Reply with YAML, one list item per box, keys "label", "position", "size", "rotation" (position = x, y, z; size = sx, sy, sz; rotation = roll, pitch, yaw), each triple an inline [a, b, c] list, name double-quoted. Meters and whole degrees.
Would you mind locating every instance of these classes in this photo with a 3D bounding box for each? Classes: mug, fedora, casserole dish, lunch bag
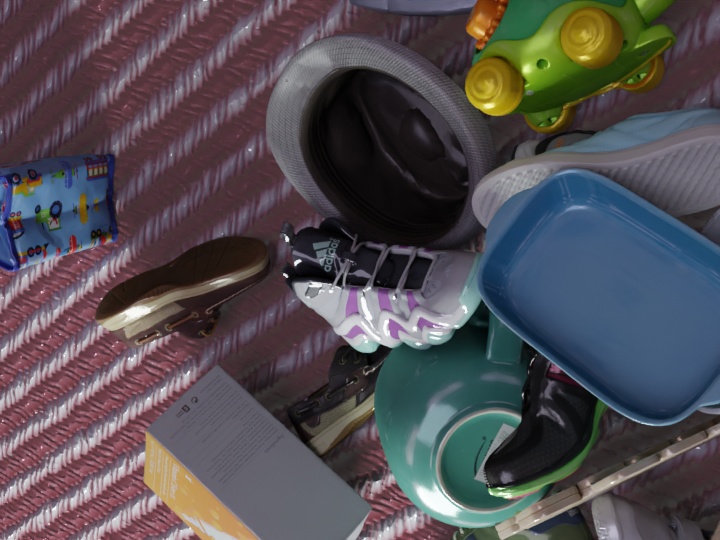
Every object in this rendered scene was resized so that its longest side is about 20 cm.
- label: "mug"
  position: [0.085, 0.111, 0.817]
  size: [0.150, 0.115, 0.187]
  rotation: [-22, 109, 0]
- label: "fedora"
  position: [0.030, -0.110, 0.839]
  size: [0.199, 0.090, 0.178]
  rotation: [34, 129, 8]
- label: "casserole dish"
  position: [0.167, 0.018, 0.673]
  size: [0.199, 0.039, 0.122]
  rotation: [39, 89, 32]
- label: "lunch bag"
  position: [-0.369, -0.071, 1.035]
  size: [0.197, 0.150, 0.096]
  rotation: [8, 106, 26]

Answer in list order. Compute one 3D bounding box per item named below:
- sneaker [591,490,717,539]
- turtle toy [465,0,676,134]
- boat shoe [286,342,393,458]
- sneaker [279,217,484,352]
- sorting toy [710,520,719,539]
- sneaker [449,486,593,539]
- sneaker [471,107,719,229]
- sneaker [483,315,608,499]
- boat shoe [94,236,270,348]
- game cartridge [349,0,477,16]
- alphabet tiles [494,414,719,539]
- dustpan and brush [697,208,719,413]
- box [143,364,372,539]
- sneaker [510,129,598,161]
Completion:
- label: "sneaker"
  position: [0.270, 0.213, 0.784]
  size: [0.115, 0.075, 0.200]
  rotation: [-39, 112, 22]
- label: "turtle toy"
  position: [0.160, -0.179, 0.741]
  size: [0.198, 0.145, 0.102]
  rotation: [-24, 77, 28]
- label: "boat shoe"
  position: [-0.001, 0.096, 0.925]
  size: [0.065, 0.073, 0.200]
  rotation: [45, 119, 5]
- label: "sneaker"
  position: [0.000, 0.000, 0.804]
  size: [0.139, 0.078, 0.199]
  rotation: [36, 150, -20]
- label: "sorting toy"
  position: [0.364, 0.183, 0.727]
  size: [0.198, 0.036, 0.187]
  rotation: [27, 88, 7]
- label: "sneaker"
  position: [0.114, 0.242, 0.910]
  size: [0.198, 0.067, 0.091]
  rotation: [-19, 82, 32]
- label: "sneaker"
  position: [0.181, -0.070, 0.751]
  size: [0.197, 0.082, 0.075]
  rotation: [-7, 118, 19]
- label: "sneaker"
  position: [0.141, 0.074, 0.734]
  size: [0.084, 0.201, 0.077]
  rotation: [43, 159, -12]
- label: "boat shoe"
  position: [-0.164, 0.029, 1.008]
  size: [0.198, 0.073, 0.072]
  rotation: [-22, 122, 20]
- label: "game cartridge"
  position: [0.075, -0.273, 0.818]
  size: [0.197, 0.041, 0.135]
  rotation: [-1, 98, 28]
- label: "alphabet tiles"
  position: [0.196, 0.146, 0.759]
  size: [0.015, 0.198, 0.196]
  rotation: [64, 162, 17]
- label: "dustpan and brush"
  position: [0.243, 0.049, 0.744]
  size: [0.056, 0.200, 0.142]
  rotation: [1, 67, 8]
- label: "box"
  position: [-0.101, 0.209, 0.966]
  size: [0.199, 0.097, 0.125]
  rotation: [40, 147, 14]
- label: "sneaker"
  position: [0.182, -0.013, 0.803]
  size: [0.078, 0.074, 0.203]
  rotation: [-19, 93, 24]
